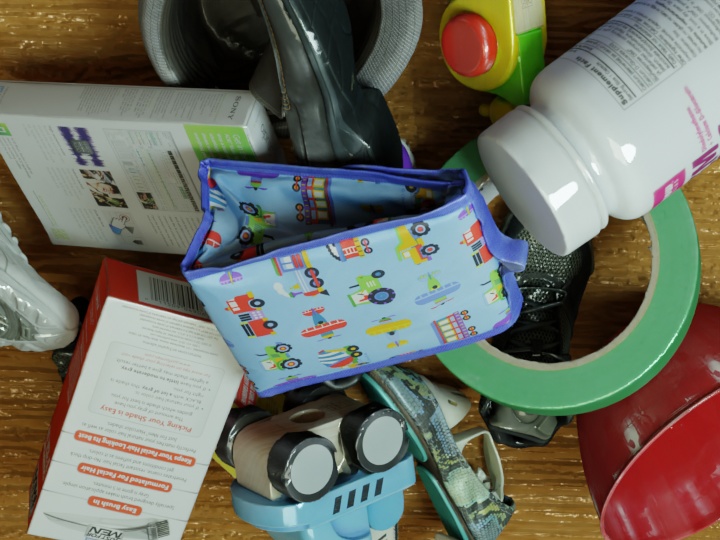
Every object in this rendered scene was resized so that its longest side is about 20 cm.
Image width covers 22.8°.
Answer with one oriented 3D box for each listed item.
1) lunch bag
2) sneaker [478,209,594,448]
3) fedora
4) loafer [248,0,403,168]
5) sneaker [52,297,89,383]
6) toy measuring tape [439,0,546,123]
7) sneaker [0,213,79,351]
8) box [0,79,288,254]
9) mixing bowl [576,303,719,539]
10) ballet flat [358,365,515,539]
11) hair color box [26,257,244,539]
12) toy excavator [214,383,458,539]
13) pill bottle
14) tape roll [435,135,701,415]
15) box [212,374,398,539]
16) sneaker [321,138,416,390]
[{"bbox_3d":[0.008,0.000,1.136,0.198,0.095,0.151,-5,145,16],"label":"lunch bag"},{"bbox_3d":[0.128,0.046,1.285,0.076,0.114,0.201,7,120,-4],"label":"sneaker"},{"bbox_3d":[-0.049,-0.182,1.157,0.176,0.091,0.200,28,128,-12],"label":"fedora"},{"bbox_3d":[-0.037,-0.119,1.101,0.072,0.073,0.201,-8,128,19],"label":"loafer"},{"bbox_3d":[-0.199,0.093,1.340,0.114,0.076,0.200,28,116,-13],"label":"sneaker"},{"bbox_3d":[0.082,-0.191,1.173,0.073,0.074,0.202,-5,106,5],"label":"toy measuring tape"},{"bbox_3d":[-0.272,-0.024,1.255,0.199,0.100,0.078,35,142,-5],"label":"sneaker"},{"bbox_3d":[-0.143,-0.066,1.210,0.198,0.037,0.145,6,145,20],"label":"box"},{"bbox_3d":[0.231,0.097,1.294,0.199,0.109,0.201,-23,146,-16],"label":"mixing bowl"},{"bbox_3d":[0.063,0.129,1.375,0.074,0.074,0.201,-20,123,14],"label":"ballet flat"},{"bbox_3d":[-0.157,0.102,1.263,0.110,0.064,0.201,15,113,-17],"label":"hair color box"},{"bbox_3d":[-0.002,0.183,1.321,0.193,0.100,0.202,-18,111,-34],"label":"toy excavator"},{"bbox_3d":[0.180,-0.105,1.143,0.199,0.113,0.114,-36,118,-8],"label":"pill bottle"},{"bbox_3d":[0.131,-0.003,1.218,0.199,0.048,0.202,-2,79,12],"label":"tape roll"},{"bbox_3d":[-0.051,0.152,1.382,0.050,0.075,0.200,-36,114,21],"label":"box"},{"bbox_3d":[0.001,0.000,1.265,0.069,0.100,0.201,7,123,-5],"label":"sneaker"}]
